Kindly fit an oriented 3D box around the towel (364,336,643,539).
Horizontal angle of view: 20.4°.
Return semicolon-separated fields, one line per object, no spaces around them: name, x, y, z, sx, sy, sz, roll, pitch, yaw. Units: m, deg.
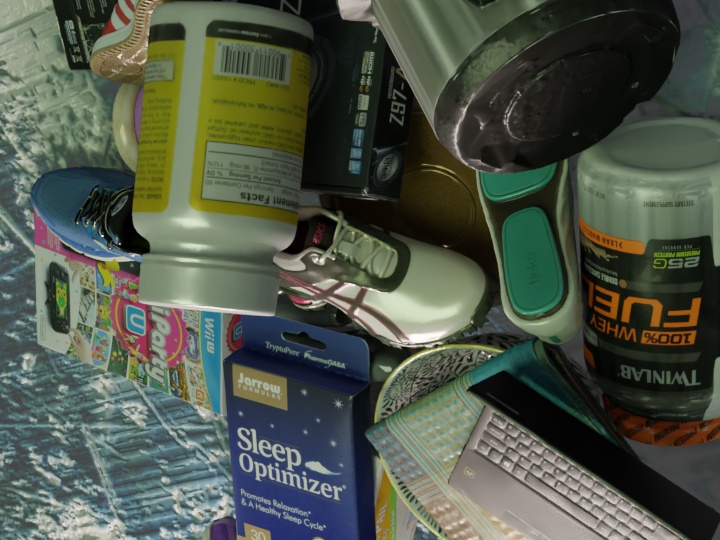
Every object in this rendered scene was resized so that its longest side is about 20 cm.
towel;0.107;0.134;1.417;0.147;0.022;0.200;51;137;-7

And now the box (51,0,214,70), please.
box;-0.179;-0.258;1.546;0.159;0.043;0.202;1;113;35

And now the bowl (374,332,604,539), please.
bowl;0.118;0.116;1.480;0.199;0.094;0.202;16;128;22

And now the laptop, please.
laptop;0.136;0.158;1.322;0.177;0.103;0.201;34;137;11

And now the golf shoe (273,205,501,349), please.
golf shoe;0.000;0.000;1.423;0.198;0.078;0.088;12;161;27

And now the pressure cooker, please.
pressure cooker;0.089;-0.185;1.287;0.179;0.175;0.201;-46;56;36

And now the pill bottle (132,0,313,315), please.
pill bottle;-0.095;-0.074;1.357;0.113;0.114;0.202;4;87;34

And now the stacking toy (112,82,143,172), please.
stacking toy;-0.090;-0.118;1.535;0.198;0.085;0.086;-1;112;31

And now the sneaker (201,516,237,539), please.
sneaker;-0.050;0.277;1.719;0.200;0.081;0.084;42;114;2

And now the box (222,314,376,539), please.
box;-0.046;0.135;1.523;0.120;0.032;0.202;13;118;31

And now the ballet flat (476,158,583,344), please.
ballet flat;0.119;-0.037;1.363;0.069;0.201;0.070;-2;148;-1

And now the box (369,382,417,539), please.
box;-0.018;0.181;1.613;0.112;0.101;0.201;28;126;22

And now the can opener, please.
can opener;-0.022;0.047;1.555;0.199;0.066;0.053;5;114;53

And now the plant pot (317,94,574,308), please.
plant pot;0.056;-0.051;1.461;0.198;0.028;0.202;10;122;17

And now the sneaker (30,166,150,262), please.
sneaker;-0.178;-0.045;1.564;0.199;0.089;0.079;16;78;27

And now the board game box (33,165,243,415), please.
board game box;-0.177;0.015;1.672;0.199;0.064;0.149;18;122;26

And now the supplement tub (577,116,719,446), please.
supplement tub;0.209;0.008;1.349;0.122;0.122;0.202;10;118;32

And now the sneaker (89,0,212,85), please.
sneaker;-0.150;-0.215;1.472;0.200;0.071;0.114;145;130;-63

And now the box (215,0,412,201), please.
box;-0.035;-0.157;1.428;0.159;0.043;0.202;8;90;35
